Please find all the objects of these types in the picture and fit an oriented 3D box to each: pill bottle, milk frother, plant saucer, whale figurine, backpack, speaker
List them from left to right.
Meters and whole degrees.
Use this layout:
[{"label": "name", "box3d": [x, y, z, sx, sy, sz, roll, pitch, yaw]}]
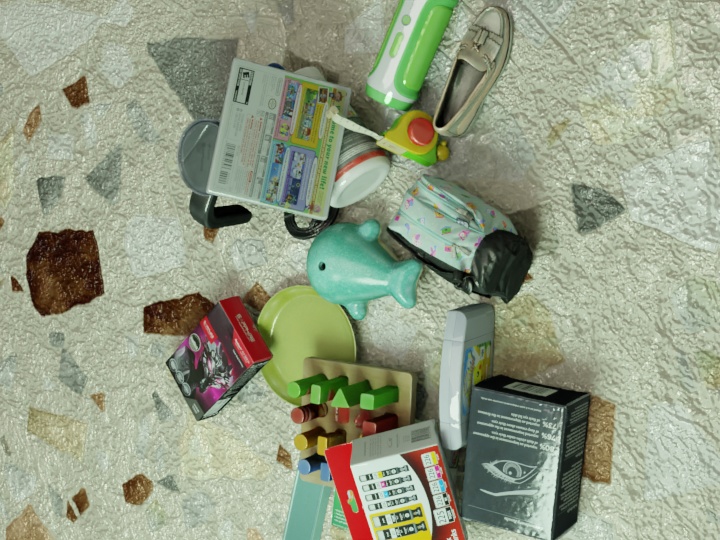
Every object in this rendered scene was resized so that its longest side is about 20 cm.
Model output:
[{"label": "milk frother", "box3d": [-0.155, -0.141, 1.779, 0.199, 0.188, 0.182, 11, 100, 30]}, {"label": "plant saucer", "box3d": [-0.085, 0.123, 1.850, 0.199, 0.031, 0.202, 3, 96, 31]}, {"label": "plant saucer", "box3d": [-0.086, 0.376, 1.880, 0.070, 0.019, 0.202, 19, 105, 29]}, {"label": "pill bottle", "box3d": [-0.051, -0.208, 1.752, 0.116, 0.116, 0.201, -41, 73, 27]}, {"label": "whale figurine", "box3d": [0.000, 0.000, 1.738, 0.199, 0.103, 0.160, 20, 104, 37]}, {"label": "speaker", "box3d": [0.077, -0.342, 1.680, 0.088, 0.088, 0.201, 32, 109, 25]}, {"label": "backpack", "box3d": [0.141, -0.049, 1.639, 0.199, 0.167, 0.127, 34, 95, 28]}]

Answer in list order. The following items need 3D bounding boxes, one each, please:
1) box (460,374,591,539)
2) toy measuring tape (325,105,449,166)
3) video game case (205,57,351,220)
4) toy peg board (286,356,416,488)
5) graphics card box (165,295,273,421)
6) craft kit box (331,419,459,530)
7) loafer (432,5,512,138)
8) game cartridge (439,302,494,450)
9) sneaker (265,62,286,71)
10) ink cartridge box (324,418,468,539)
[{"label": "box", "box3d": [0.235, 0.266, 1.623, 0.147, 0.104, 0.202, 10, 100, 30]}, {"label": "toy measuring tape", "box3d": [0.047, -0.217, 1.678, 0.199, 0.074, 0.074, 24, 111, -17]}, {"label": "video game case", "box3d": [-0.117, -0.190, 1.652, 0.022, 0.181, 0.202, 166, 115, -74]}, {"label": "toy peg board", "box3d": [-0.026, 0.248, 1.738, 0.199, 0.098, 0.201, 6, 96, 31]}, {"label": "graphics card box", "box3d": [-0.241, 0.150, 1.916, 0.200, 0.051, 0.126, -45, 69, 38]}, {"label": "craft kit box", "box3d": [0.054, 0.327, 1.776, 0.199, 0.048, 0.199, 10, 96, 30]}, {"label": "loafer", "box3d": [0.161, -0.286, 1.646, 0.072, 0.063, 0.201, 29, 108, 25]}, {"label": "game cartridge", "box3d": [0.154, 0.153, 1.647, 0.040, 0.133, 0.202, 5, 97, 30]}, {"label": "sneaker", "box3d": [-0.135, -0.207, 1.708, 0.078, 0.070, 0.202, -8, 89, 46]}, {"label": "ink cartridge box", "box3d": [0.053, 0.341, 1.655, 0.174, 0.084, 0.201, -15, 108, 6]}]
